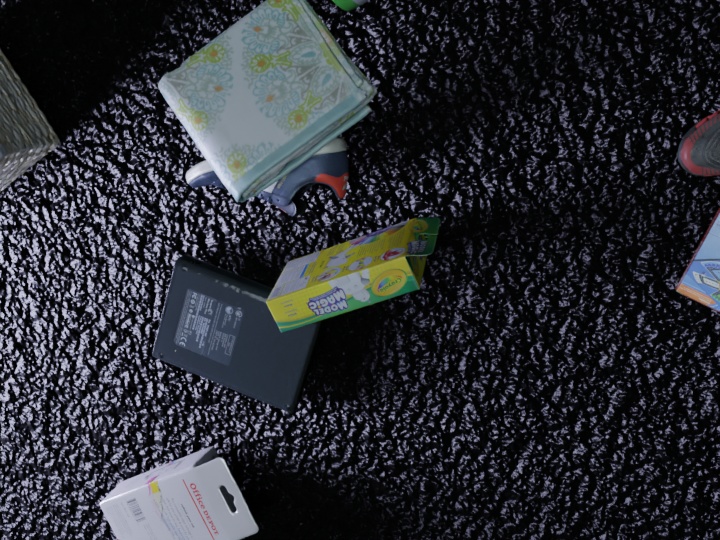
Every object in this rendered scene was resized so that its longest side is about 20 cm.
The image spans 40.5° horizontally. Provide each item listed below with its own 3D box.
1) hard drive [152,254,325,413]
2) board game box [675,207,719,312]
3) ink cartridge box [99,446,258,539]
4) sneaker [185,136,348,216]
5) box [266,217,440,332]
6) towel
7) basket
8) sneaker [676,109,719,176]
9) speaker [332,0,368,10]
[{"bbox_3d":[-0.153,0.080,1.227,0.199,0.033,0.140,21,108,9],"label":"hard drive"},{"bbox_3d":[0.459,0.020,1.062,0.199,0.019,0.103,26,107,7],"label":"board game box"},{"bbox_3d":[-0.227,0.311,1.286,0.199,0.067,0.117,-23,97,20],"label":"ink cartridge box"},{"bbox_3d":[-0.109,-0.101,1.147,0.199,0.075,0.085,-8,97,16],"label":"sneaker"},{"bbox_3d":[0.000,0.000,1.122,0.199,0.117,0.049,-20,110,19],"label":"box"},{"bbox_3d":[-0.103,-0.199,1.096,0.200,0.048,0.172,-36,76,1],"label":"towel"},{"bbox_3d":[-0.517,-0.176,1.189,0.198,0.161,0.201,-33,95,19],"label":"basket"},{"bbox_3d":[0.424,-0.139,0.990,0.199,0.098,0.071,-13,102,18],"label":"sneaker"},{"bbox_3d":[0.036,-0.371,1.038,0.200,0.088,0.089,-39,92,20],"label":"speaker"}]
